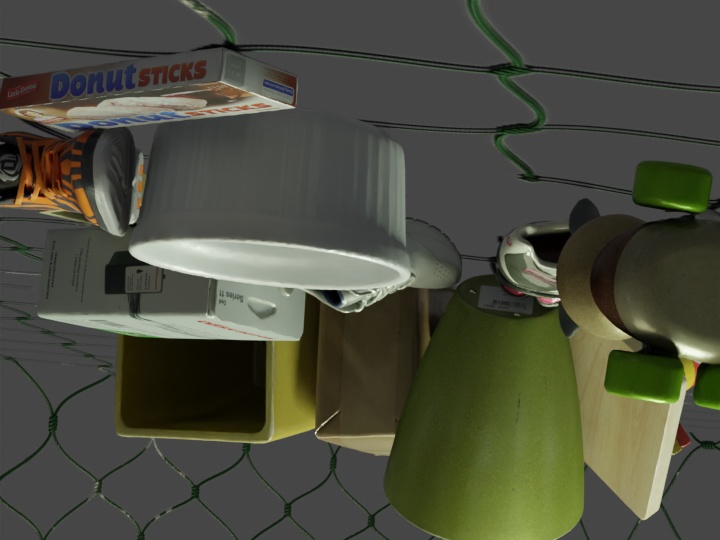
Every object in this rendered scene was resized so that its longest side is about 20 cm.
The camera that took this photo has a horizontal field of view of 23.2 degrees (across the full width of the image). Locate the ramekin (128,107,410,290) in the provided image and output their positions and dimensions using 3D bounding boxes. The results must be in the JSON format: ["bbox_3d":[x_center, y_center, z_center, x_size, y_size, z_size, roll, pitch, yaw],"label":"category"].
[{"bbox_3d":[-0.060,-0.050,1.241,0.198,0.099,0.201,5,171,1],"label":"ramekin"}]

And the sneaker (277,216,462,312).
[{"bbox_3d":[0.000,0.000,1.520,0.198,0.088,0.075,6,142,-25],"label":"sneaker"}]

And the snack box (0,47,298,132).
[{"bbox_3d":[-0.137,-0.113,1.112,0.199,0.025,0.072,-2,171,38],"label":"snack box"}]

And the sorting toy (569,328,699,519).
[{"bbox_3d":[0.231,0.090,1.608,0.069,0.199,0.201,-28,144,-23],"label":"sorting toy"}]

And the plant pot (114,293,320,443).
[{"bbox_3d":[-0.115,0.072,1.800,0.193,0.198,0.199,0,177,31],"label":"plant pot"}]

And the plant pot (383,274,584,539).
[{"bbox_3d":[0.122,0.114,1.579,0.185,0.202,0.187,5,-156,-2],"label":"plant pot"}]

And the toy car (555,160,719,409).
[{"bbox_3d":[0.211,0.008,1.314,0.157,0.166,0.200,9,180,-27],"label":"toy car"}]

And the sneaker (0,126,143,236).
[{"bbox_3d":[-0.219,-0.065,1.268,0.111,0.078,0.200,5,175,-3],"label":"sneaker"}]

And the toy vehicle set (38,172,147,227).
[{"bbox_3d":[-0.162,-0.050,1.531,0.199,0.027,0.124,13,168,-43],"label":"toy vehicle set"}]

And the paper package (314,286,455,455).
[{"bbox_3d":[0.030,0.089,1.788,0.102,0.193,0.200,-1,171,16],"label":"paper package"}]

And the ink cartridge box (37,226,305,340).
[{"bbox_3d":[-0.166,0.013,1.573,0.199,0.084,0.146,0,170,32],"label":"ink cartridge box"}]

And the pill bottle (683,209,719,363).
[{"bbox_3d":[0.332,0.040,1.416,0.199,0.115,0.114,25,164,-21],"label":"pill bottle"}]

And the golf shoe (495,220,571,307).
[{"bbox_3d":[0.215,-0.003,1.488,0.198,0.078,0.088,2,161,0],"label":"golf shoe"}]
